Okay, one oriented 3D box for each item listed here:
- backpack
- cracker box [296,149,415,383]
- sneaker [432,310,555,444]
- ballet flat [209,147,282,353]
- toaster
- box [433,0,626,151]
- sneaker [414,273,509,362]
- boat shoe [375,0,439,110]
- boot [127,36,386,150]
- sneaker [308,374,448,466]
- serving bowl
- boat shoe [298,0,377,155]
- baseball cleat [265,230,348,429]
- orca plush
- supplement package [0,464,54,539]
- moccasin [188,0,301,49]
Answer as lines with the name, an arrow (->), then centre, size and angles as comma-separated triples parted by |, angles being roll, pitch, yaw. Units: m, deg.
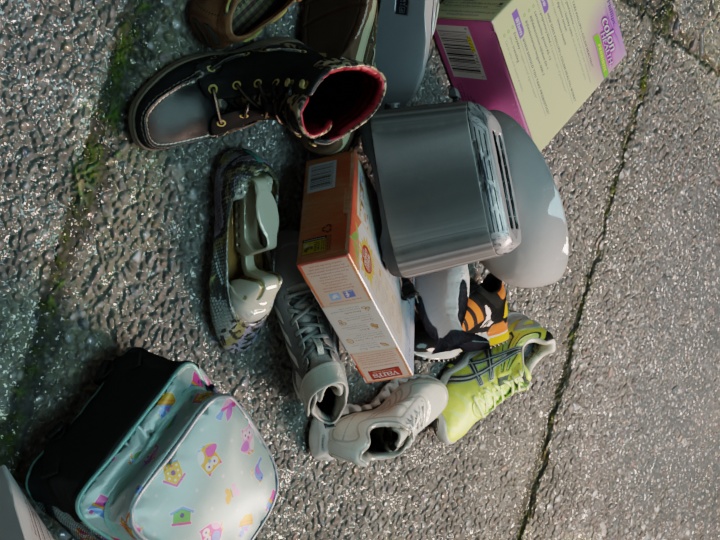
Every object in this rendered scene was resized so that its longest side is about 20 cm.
backpack -> -0.163, 0.191, 1.040 | 0.176, 0.152, 0.201 | -56, 140, -26
cracker box -> 0.000, 0.000, 1.168 | 0.201, 0.057, 0.135 | 61, 24, -45
sneaker -> 0.158, 0.128, 1.415 | 0.200, 0.076, 0.076 | -50, 133, -23
ballet flat -> -0.105, -0.012, 1.111 | 0.072, 0.072, 0.203 | -12, 110, -43
toaster -> 0.082, -0.076, 1.165 | 0.114, 0.128, 0.202 | -3, 83, -73
box -> 0.192, -0.265, 1.330 | 0.200, 0.096, 0.177 | -47, 130, -26
sneaker -> 0.101, 0.049, 1.346 | 0.199, 0.070, 0.091 | -8, 101, -49
boat shoe -> 0.046, -0.259, 1.205 | 0.066, 0.071, 0.202 | -29, 128, -64
boot -> -0.088, -0.147, 1.027 | 0.199, 0.150, 0.074 | -24, 120, -32
sneaker -> 0.037, 0.170, 1.300 | 0.199, 0.081, 0.076 | -19, 112, -43
serving bowl -> 0.146, -0.068, 1.280 | 0.065, 0.200, 0.202 | -22, 119, -14
boat shoe -> -0.017, -0.214, 1.156 | 0.075, 0.074, 0.204 | 1, 103, -65
baseball cleat -> -0.043, 0.062, 1.166 | 0.069, 0.107, 0.202 | -18, 116, -9
orca plush -> 0.105, 0.028, 1.270 | 0.105, 0.200, 0.071 | -39, 125, 9
supplement package -> -0.287, 0.297, 0.917 | 0.151, 0.151, 0.201 | -29, 123, -12
moccasin -> -0.070, -0.277, 1.068 | 0.201, 0.077, 0.074 | -45, 129, -28
